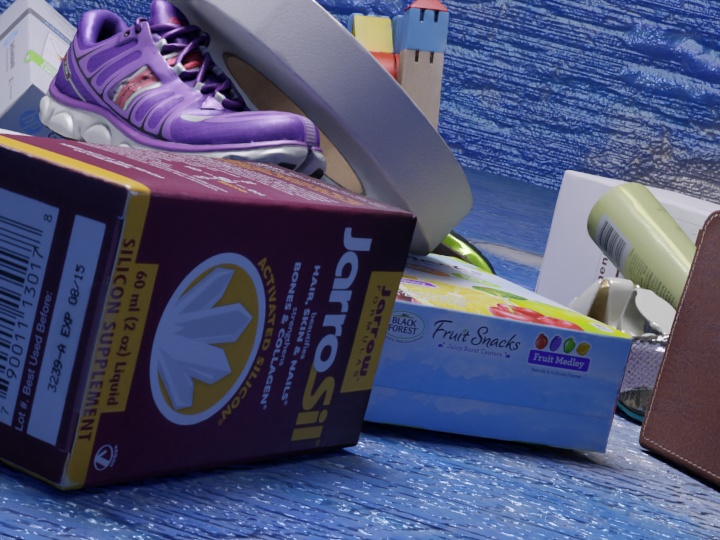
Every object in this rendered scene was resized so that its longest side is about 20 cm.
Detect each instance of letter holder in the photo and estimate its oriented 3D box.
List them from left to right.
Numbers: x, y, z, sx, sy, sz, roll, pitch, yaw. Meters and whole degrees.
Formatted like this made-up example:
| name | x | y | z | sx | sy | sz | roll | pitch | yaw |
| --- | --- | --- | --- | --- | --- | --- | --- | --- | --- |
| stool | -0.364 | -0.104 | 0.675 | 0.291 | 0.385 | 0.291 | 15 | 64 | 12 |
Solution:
| name | x | y | z | sx | sy | sz | roll | pitch | yaw |
| --- | --- | --- | --- | --- | --- | --- | --- | --- | --- |
| letter holder | 0.252 | 0.055 | 0.848 | 0.100 | 0.143 | 0.200 | 9 | 9 | -31 |

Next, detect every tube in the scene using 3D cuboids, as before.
| name | x | y | z | sx | sy | sz | roll | pitch | yaw |
| --- | --- | --- | --- | --- | --- | --- | --- | --- | --- |
| tube | 0.213 | 0.022 | 1.078 | 0.058 | 0.052 | 0.200 | 10 | 32 | -35 |

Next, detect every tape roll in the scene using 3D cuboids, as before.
| name | x | y | z | sx | sy | sz | roll | pitch | yaw |
| --- | --- | --- | --- | --- | --- | --- | --- | --- | --- |
| tape roll | -0.024 | -0.090 | 0.910 | 0.203 | 0.037 | 0.203 | 43 | -8 | 7 |

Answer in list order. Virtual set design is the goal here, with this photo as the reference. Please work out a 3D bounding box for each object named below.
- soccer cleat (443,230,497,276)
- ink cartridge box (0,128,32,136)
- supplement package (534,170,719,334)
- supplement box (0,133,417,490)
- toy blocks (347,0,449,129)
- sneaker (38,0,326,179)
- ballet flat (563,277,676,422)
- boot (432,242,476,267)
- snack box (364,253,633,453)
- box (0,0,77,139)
| name | x | y | z | sx | sy | sz | roll | pitch | yaw |
| --- | --- | --- | --- | --- | --- | --- | --- | --- | --- |
| soccer cleat | 0.025 | -0.008 | 1.187 | 0.199 | 0.068 | 0.081 | 17 | 6 | 39 |
| ink cartridge box | -0.171 | -0.021 | 0.845 | 0.198 | 0.087 | 0.146 | 14 | 7 | -15 |
| supplement package | 0.234 | 0.014 | 1.195 | 0.121 | 0.121 | 0.200 | 7 | 10 | -36 |
| supplement box | -0.071 | 0.014 | 0.681 | 0.085 | 0.111 | 0.200 | 19 | 9 | 30 |
| toy blocks | 0.016 | -0.107 | 1.119 | 0.099 | 0.138 | 0.200 | 5 | 2 | -7 |
| sneaker | -0.094 | -0.090 | 0.859 | 0.199 | 0.084 | 0.080 | 23 | 11 | 42 |
| ballet flat | 0.165 | 0.041 | 1.072 | 0.071 | 0.073 | 0.200 | 12 | 8 | -15 |
| boot | 0.000 | 0.000 | 1.084 | 0.199 | 0.074 | 0.075 | 15 | 0 | 27 |
| snack box | 0.017 | 0.029 | 0.900 | 0.168 | 0.068 | 0.200 | 10 | 7 | -27 |
| box | -0.169 | -0.092 | 1.109 | 0.156 | 0.041 | 0.200 | 42 | 12 | -25 |
